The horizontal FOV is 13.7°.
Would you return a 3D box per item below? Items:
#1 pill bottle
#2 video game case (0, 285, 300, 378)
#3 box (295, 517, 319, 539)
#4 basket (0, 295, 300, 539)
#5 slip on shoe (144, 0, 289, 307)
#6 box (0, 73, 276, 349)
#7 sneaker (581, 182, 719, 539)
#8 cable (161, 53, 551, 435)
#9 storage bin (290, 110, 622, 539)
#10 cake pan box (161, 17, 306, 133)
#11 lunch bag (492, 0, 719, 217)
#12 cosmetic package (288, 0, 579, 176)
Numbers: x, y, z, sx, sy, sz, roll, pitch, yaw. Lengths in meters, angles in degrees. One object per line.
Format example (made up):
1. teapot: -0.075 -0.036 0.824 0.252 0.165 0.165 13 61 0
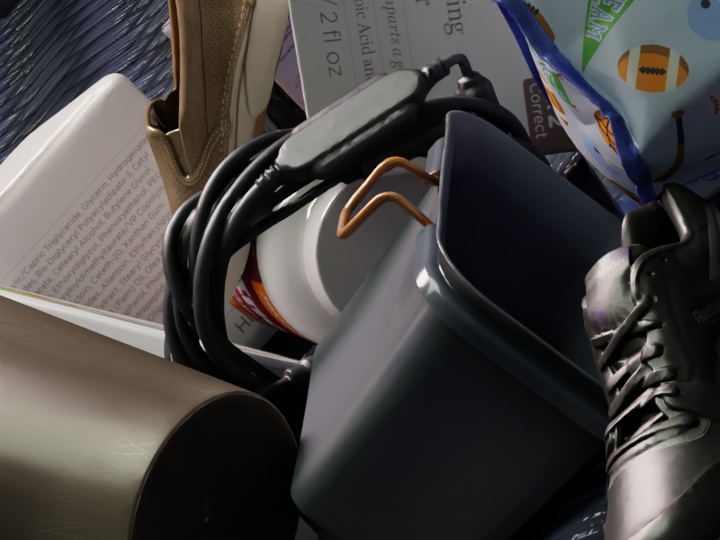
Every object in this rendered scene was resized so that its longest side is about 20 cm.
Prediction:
1. pill bottle: -0.011 -0.017 1.566 0.113 0.113 0.200 -46 14 -8
2. video game case: -0.127 0.033 1.499 0.182 0.199 0.023 18 -94 -70
3. box: -0.117 0.128 1.485 0.124 0.098 0.200 -46 14 -7
4. basket: -0.135 0.086 1.298 0.199 0.137 0.180 13 17 35
5. slip on shoe: -0.081 -0.070 1.514 0.076 0.060 0.201 -108 26 -55
6. box: -0.167 0.024 1.730 0.200 0.171 0.199 -49 10 -19
7. sneaker: 0.109 0.042 1.126 0.076 0.088 0.200 -35 17 31
8. cable: 0.000 0.000 1.378 0.200 0.163 0.051 -35 34 -4
9. storage bin: 0.037 0.037 1.271 0.134 0.145 0.200 -50 12 19
10. cake pan box: 0.006 -0.140 1.727 0.200 0.184 0.052 -54 13 -32
11. lunch bag: 0.162 -0.098 1.262 0.170 0.124 0.200 -35 -16 1
12. cosmetic package: 0.067 -0.156 1.484 0.199 0.165 0.165 -8 22 6
